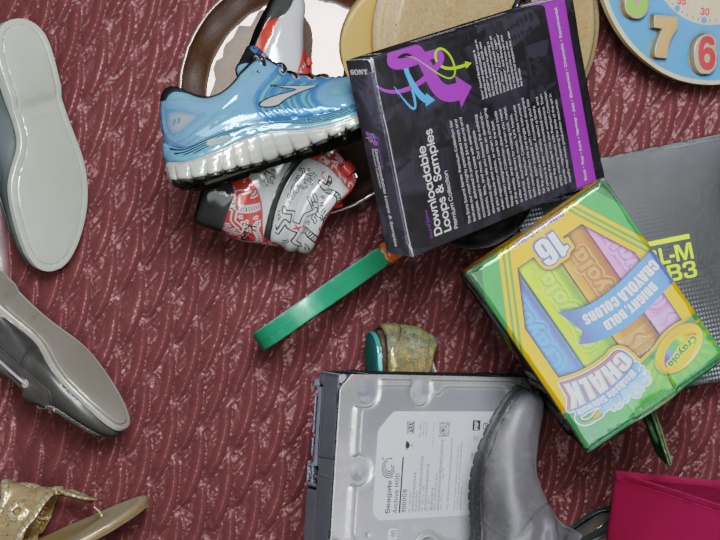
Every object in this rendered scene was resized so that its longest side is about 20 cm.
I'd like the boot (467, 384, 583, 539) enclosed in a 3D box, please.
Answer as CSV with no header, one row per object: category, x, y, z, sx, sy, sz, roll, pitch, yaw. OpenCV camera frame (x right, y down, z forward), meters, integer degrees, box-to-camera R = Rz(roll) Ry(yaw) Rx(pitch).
boot,0.143,0.193,1.024,0.131,0.070,0.201,12,88,26

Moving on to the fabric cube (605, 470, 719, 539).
fabric cube,0.301,0.267,1.010,0.199,0.196,0.200,9,89,-24

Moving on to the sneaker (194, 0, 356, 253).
sneaker,-0.049,-0.114,1.080,0.108,0.067,0.202,19,83,-11

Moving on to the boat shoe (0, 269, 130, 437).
boat shoe,-0.267,0.068,1.113,0.200,0.067,0.057,45,105,5

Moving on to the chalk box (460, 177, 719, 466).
chalk box,0.180,0.050,1.032,0.124,0.125,0.200,-35,89,2

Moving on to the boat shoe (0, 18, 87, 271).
boat shoe,-0.272,-0.098,1.124,0.062,0.073,0.201,-3,98,43

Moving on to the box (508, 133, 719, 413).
box,0.225,0.001,1.115,0.199,0.048,0.194,-10,90,0

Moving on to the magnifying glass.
magnifying glass,0.000,0.000,1.110,0.200,0.080,0.022,-33,89,-11

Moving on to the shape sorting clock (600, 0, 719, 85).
shape sorting clock,0.276,-0.247,1.103,0.199,0.039,0.201,0,90,-17

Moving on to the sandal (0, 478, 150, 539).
sandal,-0.276,0.201,1.100,0.211,0.078,0.070,-26,95,5

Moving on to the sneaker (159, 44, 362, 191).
sneaker,-0.052,-0.127,1.008,0.199,0.078,0.090,-18,88,-13

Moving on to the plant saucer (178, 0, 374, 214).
plant saucer,-0.046,-0.142,1.126,0.199,0.034,0.201,0,88,1

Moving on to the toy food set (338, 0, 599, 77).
toy food set,0.097,-0.183,1.088,0.198,0.049,0.200,36,91,-26

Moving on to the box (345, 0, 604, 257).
box,0.088,-0.108,1.015,0.200,0.036,0.143,-22,107,-35

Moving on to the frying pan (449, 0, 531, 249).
frying pan,0.081,-0.111,1.059,0.115,0.031,0.191,-8,98,-24

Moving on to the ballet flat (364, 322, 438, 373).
ballet flat,0.036,0.142,1.108,0.070,0.071,0.201,2,89,0

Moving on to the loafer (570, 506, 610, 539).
loafer,0.143,0.265,1.103,0.200,0.063,0.072,-45,89,0

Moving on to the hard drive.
hard drive,0.049,0.147,1.062,0.200,0.038,0.140,5,88,-38
